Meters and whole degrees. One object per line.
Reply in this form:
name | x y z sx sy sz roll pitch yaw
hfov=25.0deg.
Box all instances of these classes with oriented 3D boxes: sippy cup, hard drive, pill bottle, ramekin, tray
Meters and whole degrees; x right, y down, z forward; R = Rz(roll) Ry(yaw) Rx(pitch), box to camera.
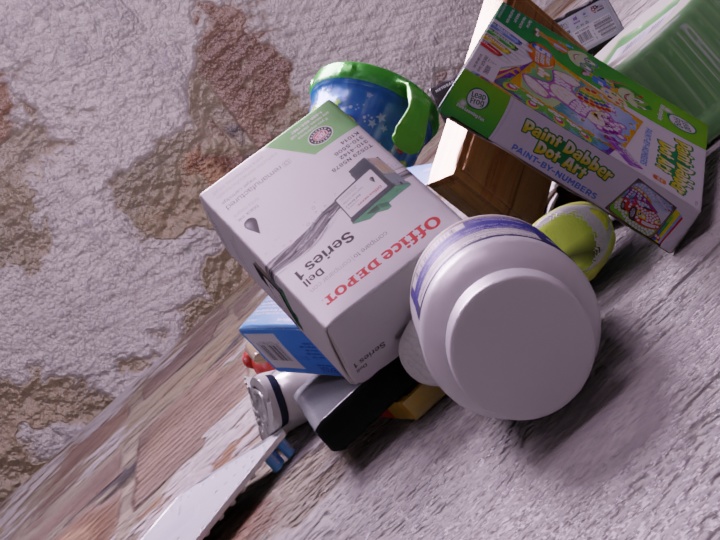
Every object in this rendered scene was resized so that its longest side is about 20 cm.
sippy cup | -0.003 -0.118 1.625 0.178 0.139 0.131 90 -162 -66
hard drive | 0.010 0.085 1.398 0.139 0.033 0.200 -43 8 -3
pill bottle | 0.096 0.032 1.075 0.120 0.120 0.200 -41 8 5
ramekin | 0.272 -0.172 1.414 0.200 0.098 0.200 -41 7 6
tray | 0.125 -0.129 1.341 0.037 0.098 0.201 -20 43 47

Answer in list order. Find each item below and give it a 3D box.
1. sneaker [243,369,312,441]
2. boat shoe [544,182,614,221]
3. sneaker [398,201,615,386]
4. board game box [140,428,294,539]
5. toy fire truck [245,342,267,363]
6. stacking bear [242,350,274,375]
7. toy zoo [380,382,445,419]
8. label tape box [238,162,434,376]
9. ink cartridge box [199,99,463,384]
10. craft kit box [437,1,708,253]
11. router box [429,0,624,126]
sneaker | -0.070 0.130 1.642 0.080 0.077 0.200 -21 0 -12
boat shoe | 0.178 -0.058 1.393 0.070 0.071 0.200 -42 13 -25
sneaker | 0.123 0.020 1.267 0.200 0.076 0.105 -36 -7 22
board game box | -0.167 0.253 1.553 0.200 0.026 0.200 -35 11 44
toy fire truck | -0.004 0.043 1.600 0.200 0.128 0.176 -52 8 1
stacking bear | -0.045 0.048 1.818 0.200 0.121 0.114 -50 9 4
toy zoo | 0.066 0.074 1.378 0.131 0.020 0.200 -44 7 -13
label tape box | 0.000 0.000 1.439 0.200 0.063 0.144 -49 19 -20
ink cartridge box | -0.014 -0.026 1.323 0.146 0.084 0.200 -38 50 -10
craft kit box | 0.167 -0.114 1.224 0.049 0.197 0.200 -56 3 26
router box | 0.187 -0.182 1.655 0.199 0.052 0.157 -28 -25 10
